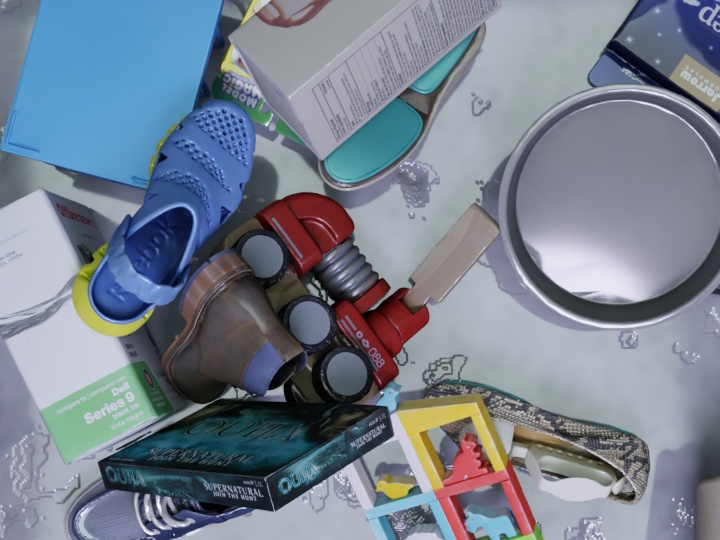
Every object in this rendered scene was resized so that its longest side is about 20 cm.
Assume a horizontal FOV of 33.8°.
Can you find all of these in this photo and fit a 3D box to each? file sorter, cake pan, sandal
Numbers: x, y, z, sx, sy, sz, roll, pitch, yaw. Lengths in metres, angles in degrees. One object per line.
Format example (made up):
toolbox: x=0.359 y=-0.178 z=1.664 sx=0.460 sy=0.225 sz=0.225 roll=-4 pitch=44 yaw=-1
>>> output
file sorter: x=-0.189 y=-0.170 z=0.983 sx=0.138 sy=0.123 sz=0.201 roll=15 pitch=87 yaw=1
cake pan: x=0.212 y=-0.052 z=0.968 sx=0.199 sy=0.037 sz=0.202 roll=1 pitch=101 yaw=6
sandal: x=-0.134 y=-0.040 z=0.876 sx=0.079 sy=0.087 sz=0.201 roll=32 pitch=74 yaw=-18

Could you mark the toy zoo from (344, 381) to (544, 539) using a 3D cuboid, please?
toy zoo: x=0.064 y=0.181 z=0.967 sx=0.131 sy=0.020 sz=0.201 roll=-19 pitch=104 yaw=20

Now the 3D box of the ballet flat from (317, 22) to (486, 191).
ballet flat: x=0.037 y=-0.142 z=1.008 sx=0.069 sy=0.069 sz=0.200 roll=41 pitch=81 yaw=2

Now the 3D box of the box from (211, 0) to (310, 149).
box: x=-0.038 y=-0.212 z=1.019 sx=0.117 sy=0.048 sz=0.201 roll=27 pitch=85 yaw=-5

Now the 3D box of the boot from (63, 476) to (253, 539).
boot: x=-0.158 y=0.187 z=0.979 sx=0.199 sy=0.090 sz=0.073 roll=-20 pitch=87 yaw=-1

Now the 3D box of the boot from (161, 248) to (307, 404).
boot: x=-0.099 y=0.077 z=0.932 sx=0.075 sy=0.200 sz=0.097 roll=-33 pitch=70 yaw=-28

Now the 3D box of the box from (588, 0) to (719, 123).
box: x=0.302 y=-0.217 z=1.032 sx=0.121 sy=0.032 sz=0.201 roll=35 pitch=88 yaw=2

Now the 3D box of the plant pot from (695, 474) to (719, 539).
plant pot: x=0.342 y=0.254 z=0.940 sx=0.199 sy=0.201 sz=0.185 roll=-3 pitch=75 yaw=0

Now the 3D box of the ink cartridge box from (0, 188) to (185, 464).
ink cartridge box: x=-0.231 y=0.044 z=0.959 sx=0.084 sy=0.146 sz=0.201 roll=-27 pitch=87 yaw=-1

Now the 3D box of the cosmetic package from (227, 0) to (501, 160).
cosmetic package: x=0.007 y=-0.198 z=0.941 sx=0.200 sy=0.103 sz=0.087 roll=-41 pitch=64 yaw=-7

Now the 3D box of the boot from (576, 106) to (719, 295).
boot: x=0.241 y=-0.057 z=1.008 sx=0.199 sy=0.070 sz=0.132 roll=20 pitch=96 yaw=8

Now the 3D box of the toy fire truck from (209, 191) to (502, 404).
toy fire truck: x=0.000 y=0.000 z=0.989 sx=0.200 sy=0.129 sz=0.176 roll=-37 pitch=92 yaw=-26

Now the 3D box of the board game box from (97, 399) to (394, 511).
board game box: x=-0.090 y=0.137 z=0.913 sx=0.199 sy=0.135 sz=0.028 roll=-4 pitch=105 yaw=43

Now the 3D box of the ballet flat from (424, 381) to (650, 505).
ballet flat: x=0.146 y=0.149 z=0.986 sx=0.199 sy=0.076 sz=0.068 roll=17 pitch=132 yaw=-1
